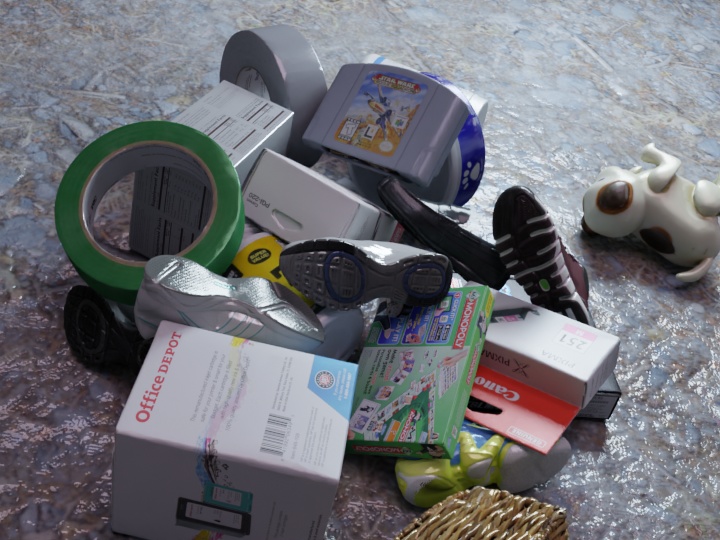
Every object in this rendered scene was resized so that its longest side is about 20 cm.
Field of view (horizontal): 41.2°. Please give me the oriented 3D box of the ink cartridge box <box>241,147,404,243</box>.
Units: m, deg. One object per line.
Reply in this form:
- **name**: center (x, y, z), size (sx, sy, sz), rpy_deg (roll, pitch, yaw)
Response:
- **ink cartridge box**: center (-0.044, -0.067, 1.173), size (0.144, 0.086, 0.200), rpy_deg (30, 7, 18)

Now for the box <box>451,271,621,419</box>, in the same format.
- **box**: center (0.197, 0.088, 1.175), size (0.195, 0.050, 0.202), rpy_deg (7, 39, -11)

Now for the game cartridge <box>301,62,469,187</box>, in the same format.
- **game cartridge**: center (0.031, -0.191, 1.204), size (0.198, 0.041, 0.135), rpy_deg (22, 82, 32)

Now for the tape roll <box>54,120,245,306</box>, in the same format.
- **tape roll**: center (-0.223, -0.062, 1.026), size (0.196, 0.048, 0.204), rpy_deg (0, 66, -1)

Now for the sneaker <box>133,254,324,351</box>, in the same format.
- **sneaker**: center (-0.132, 0.048, 0.963), size (0.197, 0.081, 0.071), rpy_deg (18, 30, -21)

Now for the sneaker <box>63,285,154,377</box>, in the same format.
- **sneaker**: center (-0.241, 0.072, 1.041), size (0.198, 0.077, 0.090), rpy_deg (25, 12, 26)

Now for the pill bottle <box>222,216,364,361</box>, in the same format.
- **pill bottle**: center (-0.099, 0.030, 1.094), size (0.113, 0.116, 0.199), rpy_deg (-25, 53, -38)

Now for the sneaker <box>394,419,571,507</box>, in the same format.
- **sneaker**: center (0.123, 0.181, 1.019), size (0.197, 0.077, 0.106), rpy_deg (-5, 42, -22)

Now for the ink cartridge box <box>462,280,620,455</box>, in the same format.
- **ink cartridge box**: center (0.158, 0.098, 1.052), size (0.198, 0.044, 0.173), rpy_deg (22, 38, 30)

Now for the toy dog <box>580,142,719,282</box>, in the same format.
- **toy dog**: center (0.421, -0.084, 1.403), size (0.196, 0.140, 0.197), rpy_deg (13, 75, -4)

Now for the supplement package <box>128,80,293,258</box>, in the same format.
- **supplement package**: center (-0.186, -0.114, 1.201), size (0.110, 0.157, 0.200), rpy_deg (26, 40, 11)

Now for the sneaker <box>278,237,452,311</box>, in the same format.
- **sneaker**: center (0.000, 0.000, 1.044), size (0.197, 0.076, 0.087), rpy_deg (8, 12, -26)

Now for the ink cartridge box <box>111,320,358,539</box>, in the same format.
- **ink cartridge box**: center (-0.117, 0.165, 0.901), size (0.196, 0.148, 0.148), rpy_deg (13, 39, -1)

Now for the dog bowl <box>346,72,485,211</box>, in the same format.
- **dog bowl**: center (0.072, -0.165, 1.310), size (0.078, 0.202, 0.200), rpy_deg (-24, 52, -40)

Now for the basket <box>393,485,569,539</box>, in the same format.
- **basket**: center (0.097, 0.313, 0.866), size (0.141, 0.151, 0.199), rpy_deg (2, 25, 42)

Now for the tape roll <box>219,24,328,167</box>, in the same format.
- **tape roll**: center (-0.122, -0.234, 1.328), size (0.065, 0.202, 0.201), rpy_deg (-16, 48, -31)

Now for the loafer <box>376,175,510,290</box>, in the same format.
- **loafer**: center (0.106, -0.052, 1.168), size (0.200, 0.071, 0.068), rpy_deg (39, 2, -7)

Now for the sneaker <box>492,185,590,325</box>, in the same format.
- **sneaker**: center (0.224, -0.018, 1.167), size (0.075, 0.203, 0.116), rpy_deg (-18, 13, 26)

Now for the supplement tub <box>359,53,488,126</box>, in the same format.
- **supplement tub**: center (0.079, -0.232, 1.446), size (0.197, 0.133, 0.132), rpy_deg (25, 40, 10)

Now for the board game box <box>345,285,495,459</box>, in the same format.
- **board game box**: center (0.059, 0.105, 1.026), size (0.133, 0.029, 0.202), rpy_deg (-3, 48, 30)
